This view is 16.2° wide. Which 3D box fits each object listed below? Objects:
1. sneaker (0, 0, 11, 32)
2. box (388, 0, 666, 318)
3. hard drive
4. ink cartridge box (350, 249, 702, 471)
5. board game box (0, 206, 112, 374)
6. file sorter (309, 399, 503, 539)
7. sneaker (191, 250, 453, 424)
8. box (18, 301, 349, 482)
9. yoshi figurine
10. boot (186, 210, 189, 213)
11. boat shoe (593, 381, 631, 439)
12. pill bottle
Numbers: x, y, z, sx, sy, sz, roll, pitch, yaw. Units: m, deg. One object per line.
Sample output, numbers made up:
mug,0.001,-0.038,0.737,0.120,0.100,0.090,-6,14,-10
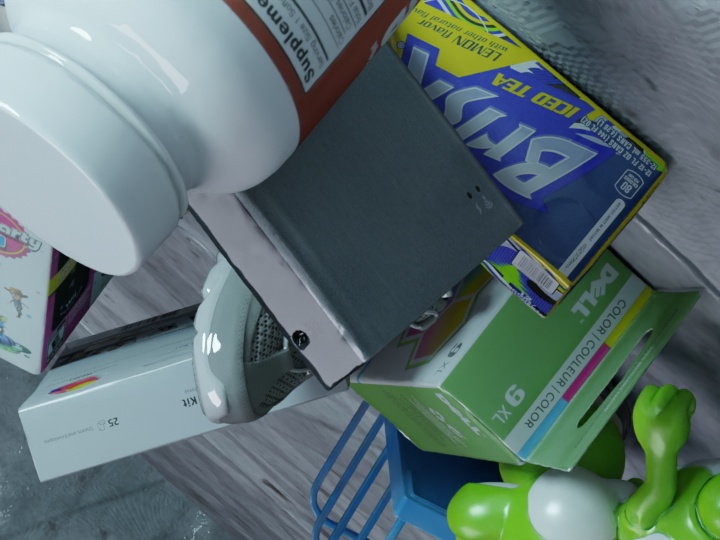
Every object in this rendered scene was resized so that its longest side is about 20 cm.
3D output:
sneaker,-0.115,-0.155,1.010,0.082,0.074,0.200,60,-166,-29
box,0.025,-0.074,1.034,0.200,0.070,0.064,40,167,4
hard drive,-0.035,-0.067,0.932,0.033,0.139,0.200,-37,91,35
ink cartridge box,0.071,0.032,1.187,0.059,0.104,0.200,42,168,-13
board game box,-0.141,-0.063,1.246,0.064,0.148,0.200,27,147,9
file sorter,0.051,0.155,1.382,0.138,0.123,0.200,26,-162,-12
sneaker,0.000,0.000,1.131,0.082,0.200,0.075,17,136,33
box,-0.082,0.047,1.273,0.200,0.155,0.041,-95,-11,-84
yoshi figurine,0.141,0.100,1.180,0.199,0.113,0.112,1,-168,19
boot,-0.042,-0.055,1.099,0.203,0.154,0.074,39,166,11
boat shoe,0.052,0.041,1.344,0.200,0.073,0.075,40,168,5
pill bottle,-0.043,-0.099,0.824,0.112,0.200,0.112,33,159,15
